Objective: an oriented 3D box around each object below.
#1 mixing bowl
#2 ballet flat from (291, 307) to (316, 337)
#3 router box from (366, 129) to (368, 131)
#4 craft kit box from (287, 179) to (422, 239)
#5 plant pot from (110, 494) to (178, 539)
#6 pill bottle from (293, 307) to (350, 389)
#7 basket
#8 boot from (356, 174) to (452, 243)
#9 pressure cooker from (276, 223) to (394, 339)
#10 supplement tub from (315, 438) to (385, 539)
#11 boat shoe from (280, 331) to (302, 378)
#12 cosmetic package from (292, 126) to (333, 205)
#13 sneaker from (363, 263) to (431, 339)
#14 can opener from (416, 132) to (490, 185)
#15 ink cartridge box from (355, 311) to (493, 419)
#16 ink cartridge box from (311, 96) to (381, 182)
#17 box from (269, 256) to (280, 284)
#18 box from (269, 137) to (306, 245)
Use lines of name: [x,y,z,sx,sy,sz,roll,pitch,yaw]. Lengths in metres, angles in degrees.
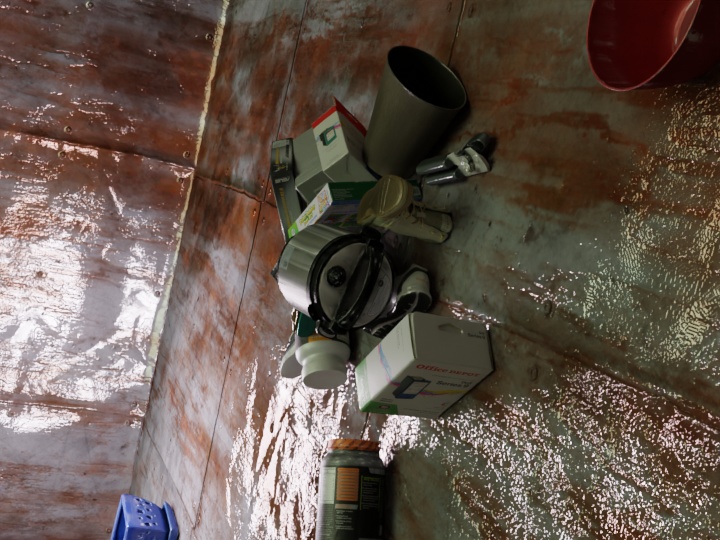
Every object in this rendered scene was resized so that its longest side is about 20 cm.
mixing bowl: [0.369,-0.299,1.076,0.200,0.107,0.202,-37,48,57]
ballet flat: [-0.099,0.043,1.813,0.201,0.067,0.073,108,148,-41]
router box: [0.017,-0.200,1.915,0.200,0.052,0.159,141,134,-57]
craft kit box: [-0.013,-0.108,1.762,0.198,0.198,0.049,-46,56,51]
plant pot: [-0.696,0.862,2.958,0.200,0.178,0.202,41,117,63]
pill bottle: [-0.080,0.138,1.920,0.117,0.115,0.202,129,143,-48]
basket: [0.087,-0.277,1.692,0.181,0.135,0.201,53,139,27]
boot: [0.092,-0.101,1.573,0.200,0.153,0.073,157,127,-70]
pressure cooker: [-0.039,0.016,1.630,0.199,0.177,0.178,21,129,57]
supplement tub: [-0.017,0.410,1.657,0.122,0.121,0.202,153,125,-61]
boat shoe: [-0.131,0.158,2.084,0.201,0.071,0.068,-62,31,30]
cosmetic package: [-0.077,-0.205,1.875,0.090,0.107,0.201,-31,31,13]
sneaker: [0.071,0.061,1.681,0.200,0.073,0.081,-43,32,47]
can opener: [0.166,-0.186,1.589,0.067,0.053,0.200,-50,16,-21]
ink cartridge box: [0.098,0.156,1.465,0.200,0.144,0.088,129,143,-47]
ink cartridge box: [-0.029,-0.241,1.806,0.067,0.116,0.201,-35,40,19]
box: [-0.112,-0.051,1.948,0.201,0.049,0.158,-60,19,1]
box: [-0.149,-0.168,1.919,0.201,0.048,0.160,-96,-4,-61]
